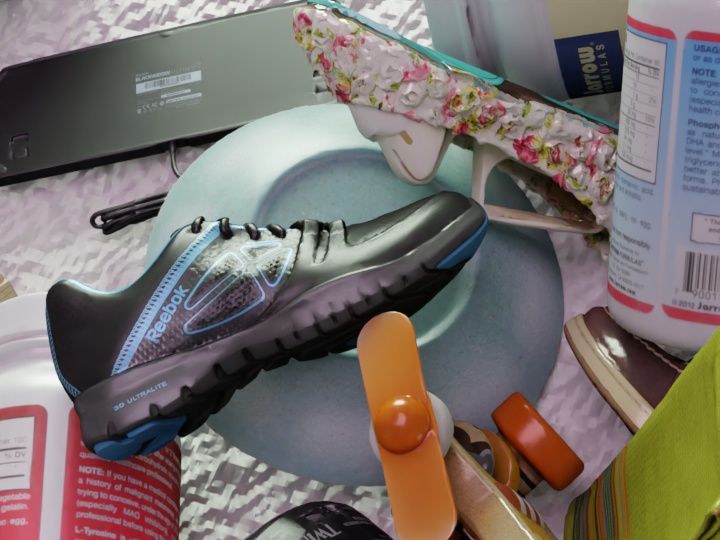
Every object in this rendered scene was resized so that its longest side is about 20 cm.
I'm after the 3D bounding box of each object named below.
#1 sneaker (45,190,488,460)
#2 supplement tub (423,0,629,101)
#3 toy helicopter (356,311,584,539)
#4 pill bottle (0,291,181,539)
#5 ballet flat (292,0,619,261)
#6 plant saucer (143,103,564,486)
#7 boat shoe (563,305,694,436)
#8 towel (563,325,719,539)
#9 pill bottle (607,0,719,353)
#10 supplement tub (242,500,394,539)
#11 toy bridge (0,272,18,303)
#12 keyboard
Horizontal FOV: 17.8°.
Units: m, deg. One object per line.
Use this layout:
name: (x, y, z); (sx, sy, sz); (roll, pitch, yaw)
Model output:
sneaker: (-0.041, 0.004, 0.987); (0.199, 0.073, 0.082); (-25, 76, -8)
supplement tub: (0.132, -0.159, 1.083); (0.198, 0.145, 0.146); (-8, 61, 11)
toy helicopter: (0.054, 0.097, 0.931); (0.079, 0.132, 0.200); (-41, 32, 2)
pill bottle: (-0.136, 0.117, 1.029); (0.111, 0.112, 0.201); (-6, 61, 12)
ballet flat: (0.054, -0.059, 1.042); (0.199, 0.076, 0.064); (22, 88, -12)
plant saucer: (0.000, 0.000, 1.059); (0.199, 0.039, 0.202); (3, 63, -6)
boat shoe: (0.166, 0.071, 0.983); (0.072, 0.072, 0.200); (-42, 48, -1)
towel: (0.115, 0.098, 0.930); (0.018, 0.200, 0.087); (7, 62, -10)
pill bottle: (0.164, -0.072, 0.971); (0.108, 0.109, 0.202); (8, 106, 19)
supplement tub: (0.023, 0.197, 0.940); (0.200, 0.123, 0.123); (38, 77, 28)
toy bridge: (-0.247, 0.059, 1.082); (0.200, 0.068, 0.027); (-39, 24, -27)
keyboard: (-0.095, -0.072, 1.170); (0.199, 0.021, 0.128); (-12, 55, 10)
